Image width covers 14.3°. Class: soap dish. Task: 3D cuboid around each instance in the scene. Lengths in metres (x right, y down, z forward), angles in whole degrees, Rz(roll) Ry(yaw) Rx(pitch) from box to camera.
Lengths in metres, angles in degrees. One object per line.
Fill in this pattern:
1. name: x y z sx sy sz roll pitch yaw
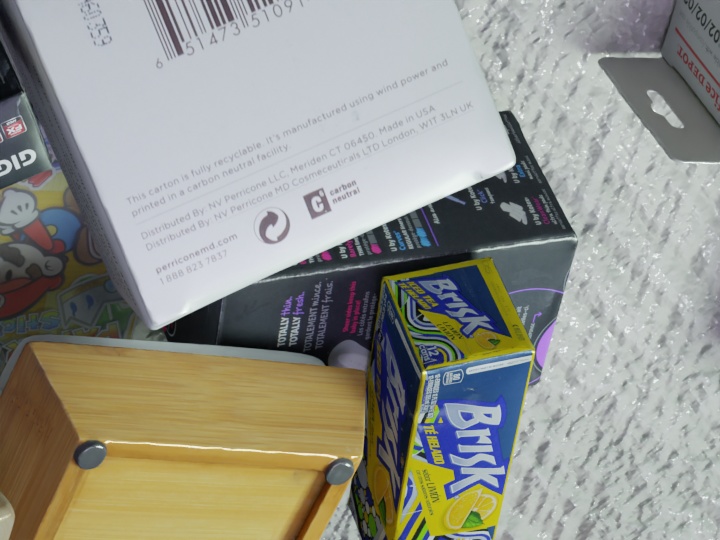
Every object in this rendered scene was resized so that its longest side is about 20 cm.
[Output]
1. soap dish: -0.104 0.114 1.471 0.200 0.081 0.158 6 126 -33

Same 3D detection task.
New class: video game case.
1. video game case: -0.208 -0.006 1.524 0.200 0.023 0.182 -1 125 -23

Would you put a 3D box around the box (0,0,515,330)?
1. box: -0.060 -0.107 1.393 0.199 0.131 0.200 -24 104 -8

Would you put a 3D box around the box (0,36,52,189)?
1. box: -0.242 -0.082 1.334 0.159 0.200 0.046 -23 126 -7

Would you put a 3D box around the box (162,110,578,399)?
1. box: 0.000 0.000 1.556 0.200 0.106 0.122 -8 137 -19

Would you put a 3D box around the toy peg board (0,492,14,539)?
1. toy peg board: -0.290 0.135 1.444 0.098 0.200 0.199 -25 149 -39

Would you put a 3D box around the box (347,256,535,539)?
1. box: 0.041 0.087 1.533 0.064 0.070 0.200 -11 141 -16

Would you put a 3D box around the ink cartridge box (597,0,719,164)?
1. ink cartridge box: 0.246 -0.115 1.578 0.200 0.115 0.068 -2 125 -22
